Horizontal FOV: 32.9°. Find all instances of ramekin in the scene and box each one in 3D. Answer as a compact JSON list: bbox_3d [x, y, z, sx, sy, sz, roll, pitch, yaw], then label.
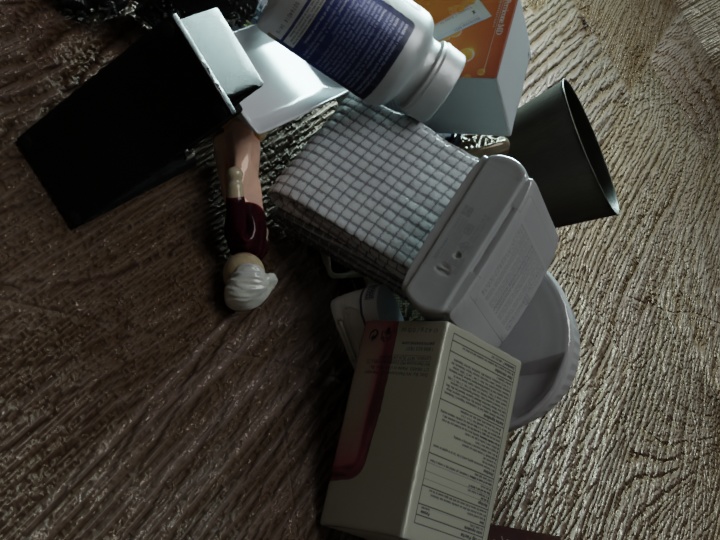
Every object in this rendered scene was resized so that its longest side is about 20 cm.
[{"bbox_3d":[0.149,0.082,1.339,0.094,0.201,0.204,23,46,-61],"label":"ramekin"}]

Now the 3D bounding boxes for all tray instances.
[{"bbox_3d":[-0.090,-0.197,1.227,0.108,0.022,0.200,53,33,0],"label":"tray"}]

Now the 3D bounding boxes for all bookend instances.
[{"bbox_3d":[-0.156,-0.147,1.063,0.093,0.198,0.200,57,30,-5],"label":"bookend"}]

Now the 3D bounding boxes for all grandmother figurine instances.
[{"bbox_3d":[-0.113,-0.053,1.181,0.121,0.060,0.202,49,32,-58],"label":"grandmother figurine"}]

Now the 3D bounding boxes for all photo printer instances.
[{"bbox_3d":[0.125,-0.004,1.199,0.069,0.167,0.200,29,-7,25],"label":"photo printer"}]

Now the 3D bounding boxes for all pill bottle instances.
[{"bbox_3d":[0.004,-0.239,1.236,0.199,0.111,0.111,32,38,-12],"label":"pill bottle"}]

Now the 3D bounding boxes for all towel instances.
[{"bbox_3d":[0.027,-0.075,1.260,0.199,0.086,0.166,30,62,19],"label":"towel"}]

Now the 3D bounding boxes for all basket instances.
[{"bbox_3d":[0.187,-0.113,1.473,0.181,0.198,0.136,60,21,-26],"label":"basket"}]

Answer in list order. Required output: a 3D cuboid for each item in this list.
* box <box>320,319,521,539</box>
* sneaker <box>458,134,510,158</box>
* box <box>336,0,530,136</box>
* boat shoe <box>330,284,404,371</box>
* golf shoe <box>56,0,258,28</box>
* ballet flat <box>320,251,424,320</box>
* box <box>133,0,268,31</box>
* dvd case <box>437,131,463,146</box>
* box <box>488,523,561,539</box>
[{"bbox_3d":[0.059,0.160,1.147,0.127,0.108,0.202,29,69,-43],"label":"box"},{"bbox_3d":[0.081,-0.097,1.402,0.071,0.198,0.076,-118,-170,-67],"label":"sneaker"},{"bbox_3d":[0.080,-0.232,1.374,0.098,0.198,0.125,65,35,-53],"label":"box"},{"bbox_3d":[0.024,0.110,1.247,0.201,0.065,0.072,67,27,-24],"label":"boat shoe"},{"bbox_3d":[-0.194,-0.288,1.172,0.198,0.078,0.095,7,52,-19],"label":"golf shoe"},{"bbox_3d":[0.000,0.000,1.315,0.075,0.068,0.201,-23,79,-37],"label":"ballet flat"},{"bbox_3d":[-0.124,-0.277,1.300,0.200,0.051,0.159,39,64,-31],"label":"box"},{"bbox_3d":[0.060,-0.167,1.448,0.200,0.141,0.018,-60,139,-57],"label":"dvd case"},{"bbox_3d":[0.137,0.319,1.239,0.199,0.075,0.101,23,47,-48],"label":"box"}]
